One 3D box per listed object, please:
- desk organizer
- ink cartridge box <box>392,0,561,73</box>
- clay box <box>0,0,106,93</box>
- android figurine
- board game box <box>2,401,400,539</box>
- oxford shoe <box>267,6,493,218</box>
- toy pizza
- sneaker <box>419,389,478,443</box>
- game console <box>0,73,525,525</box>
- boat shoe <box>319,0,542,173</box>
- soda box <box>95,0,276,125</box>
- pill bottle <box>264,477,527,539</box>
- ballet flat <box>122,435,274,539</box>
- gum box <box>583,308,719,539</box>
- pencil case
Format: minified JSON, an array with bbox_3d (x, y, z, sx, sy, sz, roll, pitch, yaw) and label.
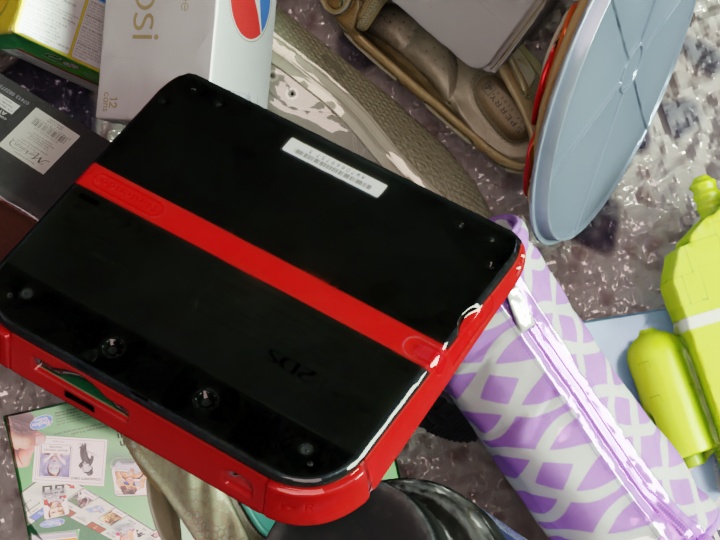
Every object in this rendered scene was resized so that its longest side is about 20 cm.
[{"bbox_3d":[-0.131,-0.008,0.896,0.200,0.077,0.072,32,44,1],"label":"desk organizer"},{"bbox_3d":[0.079,-0.223,0.967,0.145,0.088,0.200,40,59,2],"label":"ink cartridge box"},{"bbox_3d":[-0.126,-0.199,0.977,0.115,0.047,0.201,23,77,-42],"label":"clay box"},{"bbox_3d":[0.230,0.038,0.951,0.181,0.041,0.201,-19,82,-6],"label":"android figurine"},{"bbox_3d":[-0.078,0.121,0.972,0.199,0.029,0.135,-12,84,-5],"label":"board game box"},{"bbox_3d":[-0.010,-0.072,0.988,0.200,0.075,0.058,39,108,-1],"label":"oxford shoe"},{"bbox_3d":[0.126,-0.109,0.937,0.032,0.200,0.201,24,81,19],"label":"toy pizza"},{"bbox_3d":[0.000,0.000,0.951,0.200,0.070,0.082,41,65,-11],"label":"sneaker"},{"bbox_3d":[-0.050,0.008,0.816,0.199,0.031,0.177,27,55,17],"label":"game console"},{"bbox_3d":[0.033,-0.133,0.988,0.073,0.063,0.201,-40,89,18],"label":"boat shoe"},{"bbox_3d":[-0.083,-0.171,0.930,0.068,0.064,0.201,5,90,25],"label":"soda box"},{"bbox_3d":[0.031,0.160,0.849,0.111,0.200,0.112,-9,67,21],"label":"pill bottle"},{"bbox_3d":[-0.059,0.152,0.932,0.062,0.067,0.201,-30,80,19],"label":"ballet flat"},{"bbox_3d":[0.197,0.102,0.982,0.199,0.045,0.171,-8,82,-4],"label":"gum box"},{"bbox_3d":[0.096,0.064,0.897,0.084,0.085,0.200,-43,103,-29],"label":"pencil case"}]
